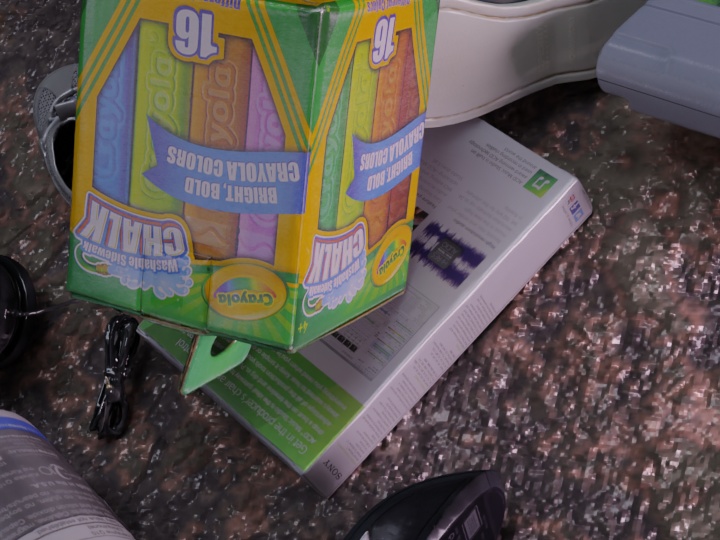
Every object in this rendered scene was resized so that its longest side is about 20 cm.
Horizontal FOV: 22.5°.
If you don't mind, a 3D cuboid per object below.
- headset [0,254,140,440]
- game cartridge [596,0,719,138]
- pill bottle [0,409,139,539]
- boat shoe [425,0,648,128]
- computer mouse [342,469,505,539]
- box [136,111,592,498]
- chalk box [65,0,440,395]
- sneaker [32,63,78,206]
[{"bbox_3d":[-0.215,0.033,0.959,0.200,0.124,0.094,6,86,8],"label":"headset"},{"bbox_3d":[0.224,-0.133,0.866,0.133,0.040,0.200,26,58,37],"label":"game cartridge"},{"bbox_3d":[-0.145,0.161,0.834,0.114,0.114,0.200,-45,52,-7],"label":"pill bottle"},{"bbox_3d":[0.063,-0.127,0.922,0.200,0.075,0.062,-18,38,-12],"label":"boat shoe"},{"bbox_3d":[-0.017,0.147,0.762,0.046,0.140,0.200,31,75,27],"label":"computer mouse"},{"bbox_3d":[0.000,0.000,0.922,0.200,0.036,0.144,-46,52,-9],"label":"box"},{"bbox_3d":[-0.051,-0.039,0.837,0.124,0.124,0.200,13,110,23],"label":"chalk box"},{"bbox_3d":[-0.140,-0.074,0.995,0.075,0.082,0.200,-39,39,-3],"label":"sneaker"}]
